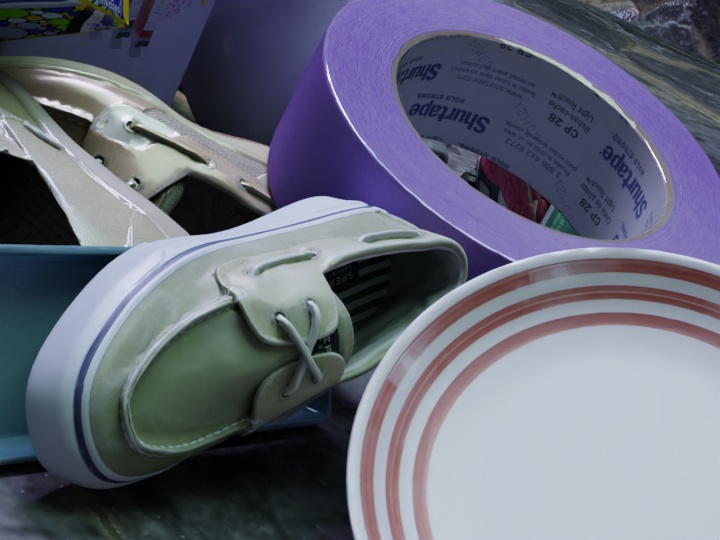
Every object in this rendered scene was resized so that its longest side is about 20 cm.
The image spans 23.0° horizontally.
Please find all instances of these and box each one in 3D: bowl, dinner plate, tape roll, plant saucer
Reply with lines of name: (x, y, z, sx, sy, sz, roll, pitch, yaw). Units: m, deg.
bowl: (-0.005, -0.094, 0.975, 0.201, 0.201, 0.091, 6, 69, -50)
dinner plate: (0.094, 0.077, 0.604, 0.200, 0.024, 0.200, 0, 54, 0)
tape roll: (0.062, -0.038, 0.783, 0.200, 0.066, 0.200, 20, 36, -15)
plant saucer: (-0.072, 0.026, 0.628, 0.019, 0.070, 0.200, 3, 2, 34)

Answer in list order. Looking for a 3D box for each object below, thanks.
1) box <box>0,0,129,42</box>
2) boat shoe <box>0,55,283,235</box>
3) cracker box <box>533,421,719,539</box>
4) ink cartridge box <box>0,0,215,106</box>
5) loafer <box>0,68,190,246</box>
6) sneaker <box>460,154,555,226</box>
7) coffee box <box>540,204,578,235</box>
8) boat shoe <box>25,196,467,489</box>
box: (-0.199, -0.128, 0.728, 0.200, 0.064, 0.070, -4, -9, 20)
boat shoe: (-0.098, -0.034, 0.761, 0.200, 0.072, 0.065, 19, 26, -19)
cracker box: (0.163, 0.084, 0.694, 0.134, 0.058, 0.200, 35, 36, 22)
ink cartridge box: (-0.158, -0.164, 0.840, 0.145, 0.200, 0.145, 33, 18, 26)
loafer: (-0.148, -0.034, 0.674, 0.200, 0.076, 0.068, 31, 11, 16)
sneaker: (0.080, -0.031, 0.976, 0.075, 0.081, 0.200, 21, -9, 12)
coffee box: (0.196, 0.021, 0.873, 0.200, 0.044, 0.123, 22, -11, 43)
boat shoe: (-0.032, 0.017, 0.613, 0.062, 0.072, 0.200, 5, 23, 32)
